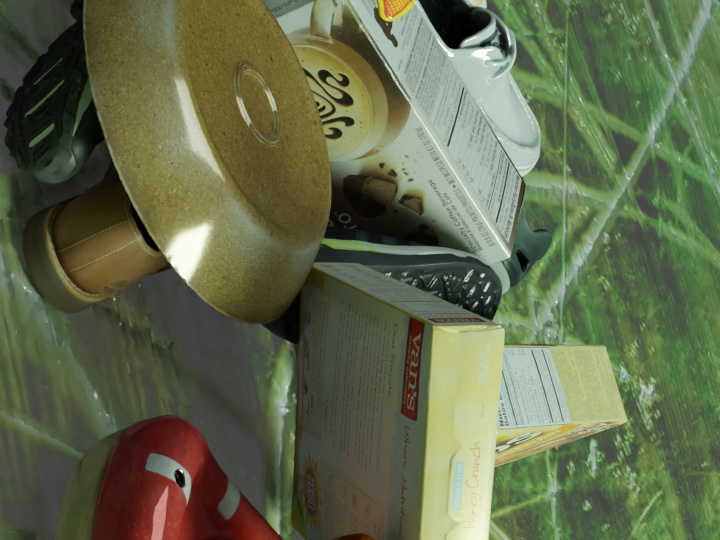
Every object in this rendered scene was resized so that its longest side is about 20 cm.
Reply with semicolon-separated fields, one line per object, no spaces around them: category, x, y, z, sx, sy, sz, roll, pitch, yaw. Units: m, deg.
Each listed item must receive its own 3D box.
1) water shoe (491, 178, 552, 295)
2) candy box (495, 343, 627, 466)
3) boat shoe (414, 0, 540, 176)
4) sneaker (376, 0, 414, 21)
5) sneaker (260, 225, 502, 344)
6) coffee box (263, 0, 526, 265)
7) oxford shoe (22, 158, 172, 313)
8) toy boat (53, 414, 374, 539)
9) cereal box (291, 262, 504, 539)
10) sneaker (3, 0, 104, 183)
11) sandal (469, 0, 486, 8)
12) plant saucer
water shoe;0.060;-0.078;1.298;0.079;0.071;0.201;-35;116;-24
candy box;0.066;0.084;1.166;0.200;0.115;0.056;3;68;-62
boat shoe;0.057;-0.136;1.207;0.200;0.068;0.072;49;41;-22
sneaker;-0.059;-0.180;0.993;0.199;0.078;0.073;23;17;4
sneaker;0.000;0.000;1.122;0.199;0.072;0.083;13;20;-47
coffee box;0.001;-0.085;1.166;0.201;0.112;0.080;56;29;-27
oxford shoe;-0.092;-0.037;1.003;0.072;0.071;0.200;61;26;-13
toy boat;-0.045;0.149;0.891;0.200;0.130;0.131;52;31;-31
cereal box;0.013;0.080;0.954;0.200;0.039;0.145;-154;-114;-69
sneaker;-0.114;-0.101;0.987;0.079;0.074;0.201;46;32;-17
sandal;0.039;-0.207;1.302;0.207;0.059;0.080;51;32;-36
plant saucer;-0.063;-0.075;0.963;0.200;0.035;0.201;49;30;-43
